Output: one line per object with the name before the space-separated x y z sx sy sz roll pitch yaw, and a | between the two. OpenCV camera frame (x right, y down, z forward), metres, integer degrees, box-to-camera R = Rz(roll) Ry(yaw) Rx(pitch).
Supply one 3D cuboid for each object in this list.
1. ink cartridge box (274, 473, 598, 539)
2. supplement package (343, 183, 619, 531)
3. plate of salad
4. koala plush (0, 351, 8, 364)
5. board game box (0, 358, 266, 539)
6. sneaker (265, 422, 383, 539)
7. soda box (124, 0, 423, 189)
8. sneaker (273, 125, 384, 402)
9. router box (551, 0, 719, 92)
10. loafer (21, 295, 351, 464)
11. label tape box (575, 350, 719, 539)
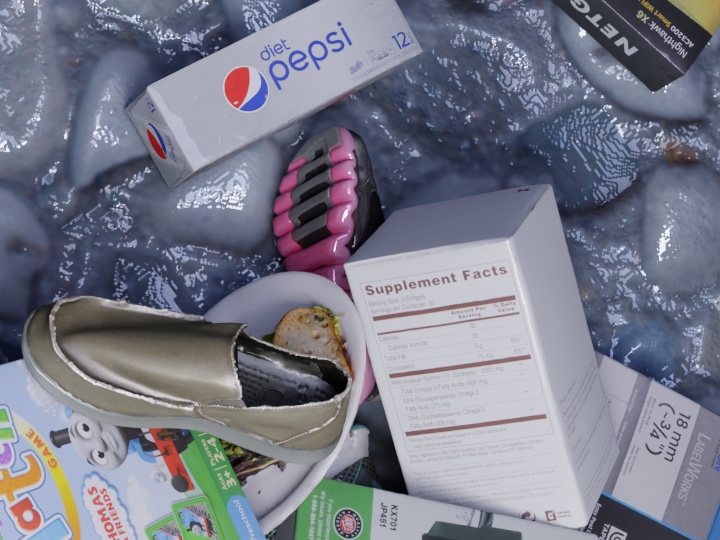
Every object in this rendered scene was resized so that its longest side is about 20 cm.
ink cartridge box | 0.044 0.223 1.188 0.200 0.083 0.147 12 50 -9
supplement package | 0.083 0.060 1.258 0.117 0.117 0.200 -46 123 -63
plate of salad | -0.081 0.085 1.222 0.048 0.200 0.200 36 66 -40
koala plush | -0.241 0.133 1.129 0.177 0.184 0.200 -26 71 -22
board game box | -0.157 0.119 1.081 0.200 0.037 0.151 -16 77 -50
sneaker | -0.060 0.181 1.275 0.200 0.078 0.091 -29 94 -22
soda box | -0.060 -0.134 1.343 0.200 0.063 0.068 -31 92 -23
sneaker | 0.000 0.000 1.337 0.095 0.079 0.200 4 77 -43
router box | 0.205 -0.262 1.478 0.200 0.052 0.157 40 68 -9
loafer | -0.092 0.051 1.093 0.200 0.070 0.075 15 49 -21
label tape box | 0.214 0.165 1.387 0.200 0.063 0.144 27 71 -13
